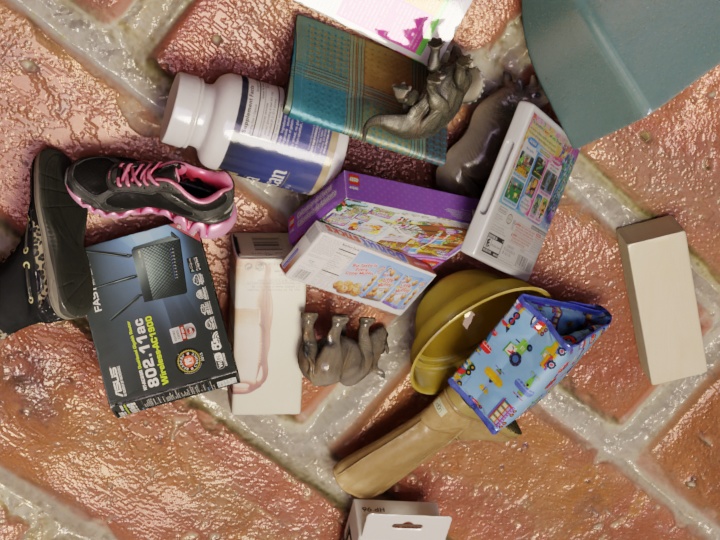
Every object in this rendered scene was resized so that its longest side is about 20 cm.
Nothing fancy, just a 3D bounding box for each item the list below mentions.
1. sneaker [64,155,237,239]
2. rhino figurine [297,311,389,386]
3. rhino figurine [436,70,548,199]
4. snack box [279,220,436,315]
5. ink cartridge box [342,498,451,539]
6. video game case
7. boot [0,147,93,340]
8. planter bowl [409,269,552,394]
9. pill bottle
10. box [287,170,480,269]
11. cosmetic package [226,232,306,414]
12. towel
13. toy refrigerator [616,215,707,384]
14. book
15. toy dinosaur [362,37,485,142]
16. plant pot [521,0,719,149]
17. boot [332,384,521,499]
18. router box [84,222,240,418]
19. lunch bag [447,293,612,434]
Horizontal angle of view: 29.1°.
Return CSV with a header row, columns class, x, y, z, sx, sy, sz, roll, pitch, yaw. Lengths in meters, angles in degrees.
class,x,y,z,sx,sy,sz,roll,pitch,yaw
sneaker,-0.232,-0.100,1.563,0.199,0.095,0.079,11,63,-10
rhino figurine,-0.014,0.097,1.676,0.060,0.200,0.088,8,90,27
rhino figurine,0.164,-0.161,1.655,0.087,0.060,0.200,30,100,-23
snack box,0.000,0.000,1.621,0.200,0.024,0.072,20,118,-44
ink cartridge box,0.038,0.360,1.790,0.116,0.068,0.200,5,128,-13
video game case,0.191,-0.088,1.623,0.024,0.200,0.182,22,91,26
boot,-0.385,-0.025,1.587,0.153,0.073,0.204,-20,71,32
planter bowl,0.129,0.058,1.702,0.200,0.084,0.201,-24,150,-15
pill bottle,-0.121,-0.160,1.579,0.200,0.111,0.111,14,106,-15
box,0.034,-0.055,1.619,0.200,0.039,0.137,10,152,-29
cosmetic package,-0.114,0.063,1.666,0.087,0.103,0.201,-1,108,-10
towel,0.009,-0.204,1.585,0.200,0.147,0.022,18,144,-18
toy refrigerator,0.385,0.037,1.774,0.076,0.070,0.200,-14,111,2
book,0.026,-0.331,1.582,0.200,0.048,0.134,24,103,-16
toy dinosaur,0.082,-0.190,1.548,0.200,0.077,0.102,-52,150,-26
plant pot,0.294,-0.285,1.559,0.196,0.196,0.200,-36,95,-16
boot,0.087,0.225,1.782,0.200,0.066,0.175,-39,140,19
router box,-0.236,0.053,1.604,0.149,0.062,0.200,-16,74,-5
lunch bag,0.228,0.110,1.712,0.200,0.094,0.151,-1,135,-55
